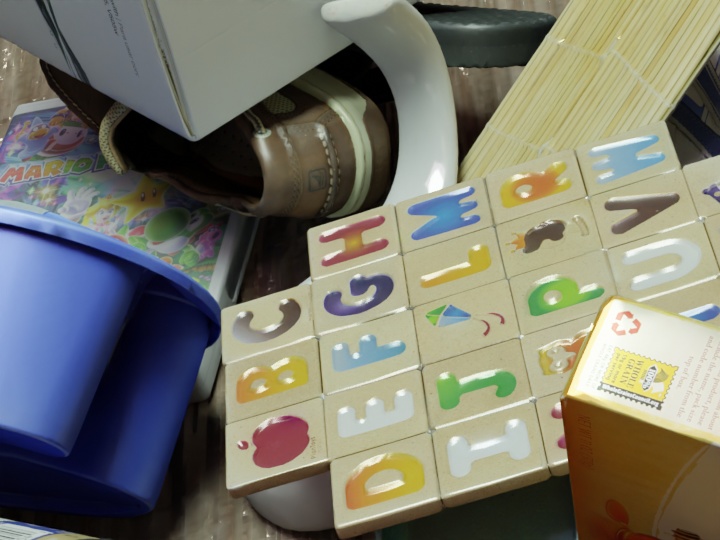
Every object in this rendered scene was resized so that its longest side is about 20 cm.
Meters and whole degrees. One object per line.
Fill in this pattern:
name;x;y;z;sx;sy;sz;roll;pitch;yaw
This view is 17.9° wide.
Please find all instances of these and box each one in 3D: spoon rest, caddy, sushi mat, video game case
spoon rest;0.000;0.000;0.856;0.099;0.061;0.201;-1;73;45
caddy;-0.150;0.022;0.859;0.199;0.141;0.105;3;70;26
sushi mat;0.070;-0.040;0.848;0.200;0.012;0.096;-56;29;7
video game case;-0.112;-0.013;0.995;0.143;0.018;0.200;-8;41;20

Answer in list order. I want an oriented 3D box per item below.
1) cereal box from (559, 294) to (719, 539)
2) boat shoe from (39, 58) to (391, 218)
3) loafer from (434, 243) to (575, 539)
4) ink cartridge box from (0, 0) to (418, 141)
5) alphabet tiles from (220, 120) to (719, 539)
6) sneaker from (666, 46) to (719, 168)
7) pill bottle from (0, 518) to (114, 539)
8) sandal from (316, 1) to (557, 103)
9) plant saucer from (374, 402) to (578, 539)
cereal box;0.154;0.084;0.602;0.199;0.144;0.040;18;62;20
boat shoe;-0.081;-0.071;0.954;0.075;0.075;0.202;-20;29;-40
loafer;0.065;0.088;0.749;0.075;0.070;0.201;-13;57;17
ink cartridge box;-0.078;-0.147;0.935;0.146;0.083;0.200;-34;39;-23
alphabet tiles;0.050;0.013;0.737;0.199;0.006;0.167;-17;34;7
sneaker;0.131;-0.078;0.907;0.088;0.075;0.201;-8;50;8
pill bottle;-0.164;0.133;0.781;0.199;0.112;0.112;7;48;33
sandal;0.002;-0.088;0.964;0.075;0.048;0.200;-10;14;-35
plant saucer;0.034;0.139;0.683;0.070;0.019;0.201;-4;70;24
